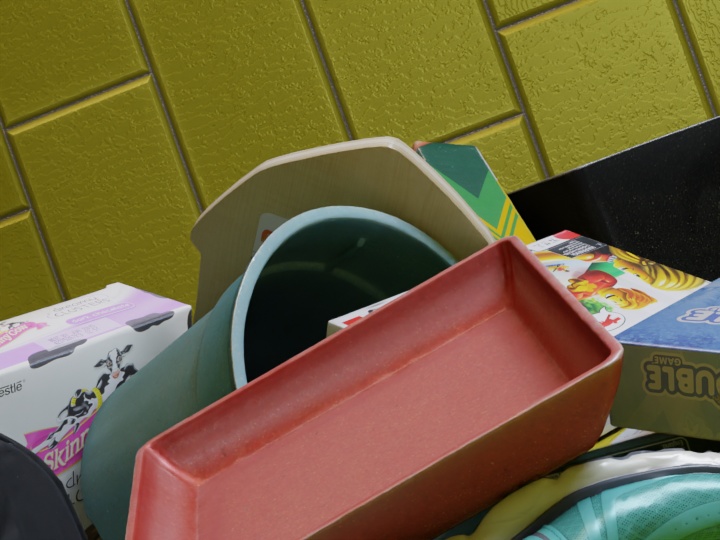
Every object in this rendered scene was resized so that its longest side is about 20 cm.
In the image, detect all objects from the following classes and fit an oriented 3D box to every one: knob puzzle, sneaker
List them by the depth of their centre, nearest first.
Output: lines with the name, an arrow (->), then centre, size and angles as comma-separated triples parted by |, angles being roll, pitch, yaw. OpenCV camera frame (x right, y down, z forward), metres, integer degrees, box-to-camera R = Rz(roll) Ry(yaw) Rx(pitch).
sneaker -> 0.058, 0.125, 0.503 | 0.200, 0.078, 0.080 | -22, 22, -10
knob puzzle -> 0.000, 0.000, 0.879 | 0.220, 0.220, 0.030 | -20, 29, 31

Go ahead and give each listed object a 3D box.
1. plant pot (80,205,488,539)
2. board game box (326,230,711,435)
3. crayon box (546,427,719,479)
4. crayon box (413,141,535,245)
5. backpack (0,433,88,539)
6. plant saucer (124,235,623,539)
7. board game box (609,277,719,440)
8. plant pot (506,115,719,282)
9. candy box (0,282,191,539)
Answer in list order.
plant pot -> -0.041, 0.094, 0.835 | 0.200, 0.200, 0.196 | -20, -8, -45
board game box -> 0.095, 0.034, 0.764 | 0.126, 0.035, 0.200 | 22, 29, 36
crayon box -> 0.167, 0.084, 0.771 | 0.127, 0.051, 0.200 | -19, 1, 27
crayon box -> 0.069, 0.020, 0.984 | 0.051, 0.127, 0.200 | 3, 32, -20
backpack -> -0.201, 0.171, 0.748 | 0.200, 0.163, 0.154 | -28, -14, 38
plant saucer -> 0.001, 0.068, 0.606 | 0.200, 0.037, 0.200 | -30, 15, 2
board game box -> 0.240, 0.031, 0.655 | 0.200, 0.043, 0.199 | 4, 16, 36
plant pot -> 0.218, -0.002, 1.040 | 0.200, 0.178, 0.200 | -21, 1, -16
candy box -> -0.182, 0.126, 0.926 | 0.072, 0.200, 0.168 | 16, 24, 38
